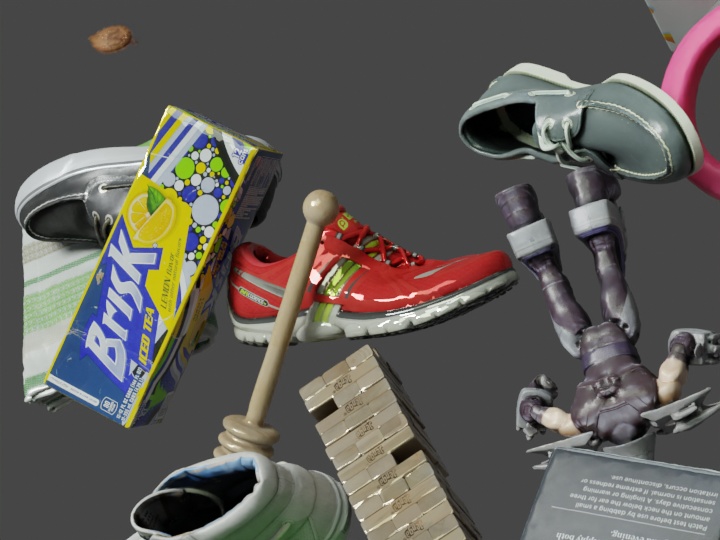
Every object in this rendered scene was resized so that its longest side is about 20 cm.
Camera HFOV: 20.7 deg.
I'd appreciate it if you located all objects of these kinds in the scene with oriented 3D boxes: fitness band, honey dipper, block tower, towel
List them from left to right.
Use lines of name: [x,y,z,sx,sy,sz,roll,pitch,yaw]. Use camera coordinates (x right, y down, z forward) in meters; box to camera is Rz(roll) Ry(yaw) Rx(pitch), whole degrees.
towel: [-0.171,-0.003,1.396,0.149,0.031,0.200,-20,48,13]
honey dipper: [-0.050,0.046,1.214,0.038,0.038,0.200,29,105,41]
block tower: [0.025,0.131,1.161,0.058,0.054,0.200,-35,47,5]
fitness band: [0.272,-0.107,1.172,0.200,0.037,0.144,0,77,32]

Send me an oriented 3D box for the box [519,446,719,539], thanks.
box: [0.134,0.213,0.973,0.107,0.148,0.200,7,62,34]

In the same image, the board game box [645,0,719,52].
board game box: [0.245,-0.257,1.279,0.103,0.105,0.200,-5,55,28]

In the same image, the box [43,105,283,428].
box: [-0.127,-0.001,1.280,0.070,0.064,0.200,26,95,14]

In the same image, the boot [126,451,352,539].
boot: [-0.109,0.157,1.174,0.200,0.096,0.074,-28,53,25]

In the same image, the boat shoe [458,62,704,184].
boat shoe: [0.133,-0.082,1.218,0.062,0.073,0.200,-32,27,-20]

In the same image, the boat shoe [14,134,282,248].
boat shoe: [-0.150,-0.040,1.351,0.200,0.070,0.066,-7,50,15]

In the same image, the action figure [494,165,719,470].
action figure: [0.143,0.039,1.149,0.130,0.069,0.200,-17,66,8]

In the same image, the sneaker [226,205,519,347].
sneaker: [0.000,0.000,1.234,0.200,0.077,0.085,-7,92,25]
